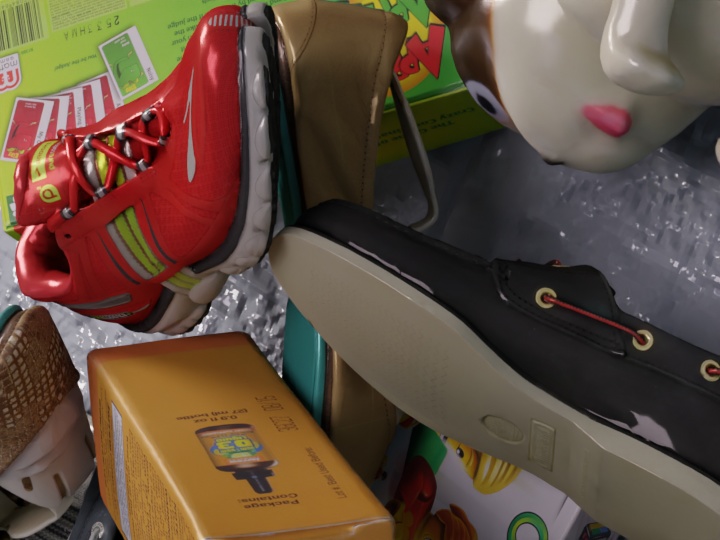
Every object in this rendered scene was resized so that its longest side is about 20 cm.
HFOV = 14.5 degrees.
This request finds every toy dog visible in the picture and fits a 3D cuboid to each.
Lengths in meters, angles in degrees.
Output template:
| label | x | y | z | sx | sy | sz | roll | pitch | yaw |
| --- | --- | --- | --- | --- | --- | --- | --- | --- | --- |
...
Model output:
| label | x | y | z | sx | sy | sz | roll | pitch | yaw |
| --- | --- | --- | --- | --- | --- | --- | --- | --- | --- |
| toy dog | 0.111 | -0.118 | 0.969 | 0.200 | 0.139 | 0.194 | -41 | 46 | 29 |

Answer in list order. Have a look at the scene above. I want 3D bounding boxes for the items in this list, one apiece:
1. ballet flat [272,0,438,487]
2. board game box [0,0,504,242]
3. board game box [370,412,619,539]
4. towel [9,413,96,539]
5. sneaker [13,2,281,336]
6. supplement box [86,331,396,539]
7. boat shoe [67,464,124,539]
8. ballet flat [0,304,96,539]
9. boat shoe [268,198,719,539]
| label | x | y | z | sx | sy | sz | roll | pitch | yaw |
| --- | --- | --- | --- | --- | --- | --- | --- | --- | --- |
| ballet flat | 0.000 | 0.000 | 1.040 | 0.069 | 0.063 | 0.201 | -147 | 52 | -76 |
| board game box | -0.048 | -0.082 | 1.114 | 0.199 | 0.048 | 0.102 | -16 | 69 | 14 |
| board game box | 0.014 | 0.130 | 1.069 | 0.126 | 0.035 | 0.200 | 38 | 106 | 41 |
| towel | -0.182 | 0.133 | 1.258 | 0.200 | 0.034 | 0.193 | 25 | 101 | 40 |
| sneaker | -0.080 | -0.030 | 1.007 | 0.200 | 0.085 | 0.077 | 124 | 150 | -57 |
| supplement box | -0.045 | 0.083 | 0.993 | 0.200 | 0.066 | 0.069 | -137 | 42 | -68 |
| boat shoe | -0.089 | 0.129 | 1.098 | 0.062 | 0.073 | 0.200 | 128 | 161 | -57 |
| ballet flat | -0.136 | 0.068 | 1.122 | 0.071 | 0.065 | 0.200 | -53 | 2 | -22 |
| boat shoe | 0.062 | 0.031 | 0.978 | 0.201 | 0.074 | 0.063 | 30 | 64 | 10 |
